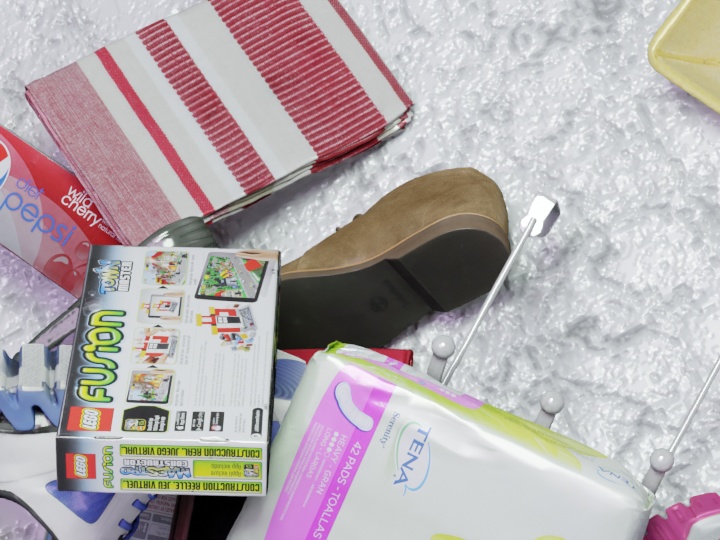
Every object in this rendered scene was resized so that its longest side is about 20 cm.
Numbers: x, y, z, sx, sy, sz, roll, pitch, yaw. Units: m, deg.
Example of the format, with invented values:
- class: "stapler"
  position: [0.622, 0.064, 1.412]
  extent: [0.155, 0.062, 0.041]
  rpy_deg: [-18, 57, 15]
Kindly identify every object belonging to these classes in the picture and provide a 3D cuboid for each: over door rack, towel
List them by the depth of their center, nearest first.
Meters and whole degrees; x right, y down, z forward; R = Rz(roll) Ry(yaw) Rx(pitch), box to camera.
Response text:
- class: "over door rack"
  position: [0.117, 0.060, 1.581]
  extent: [0.148, 0.067, 0.200]
  rpy_deg: [28, 70, 11]
- class: "towel"
  position: [-0.085, -0.101, 1.740]
  extent: [0.200, 0.023, 0.144]
  rpy_deg: [-27, 63, -15]

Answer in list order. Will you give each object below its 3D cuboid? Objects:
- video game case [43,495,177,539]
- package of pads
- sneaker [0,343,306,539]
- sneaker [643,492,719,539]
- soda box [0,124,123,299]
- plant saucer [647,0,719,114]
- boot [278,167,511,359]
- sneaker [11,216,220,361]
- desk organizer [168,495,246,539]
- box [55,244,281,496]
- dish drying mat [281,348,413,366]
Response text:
- class: "video game case"
  position: [-0.101, 0.181, 1.701]
  extent: [0.200, 0.022, 0.182]
  rpy_deg: [9, 78, 23]
- class: "package of pads"
  position: [0.040, 0.140, 1.512]
  extent: [0.200, 0.068, 0.155]
  rpy_deg: [26, 97, 7]
- class: "sneaker"
  position: [-0.123, 0.103, 1.599]
  extent: [0.199, 0.081, 0.115]
  rpy_deg: [1, 112, -1]
- class: "sneaker"
  position: [0.243, 0.147, 1.546]
  extent: [0.200, 0.088, 0.081]
  rpy_deg: [-24, 37, -7]
- class: "soda box"
  position: [-0.201, -0.038, 1.779]
  extent: [0.200, 0.070, 0.063]
  rpy_deg: [33, 86, 27]
- class: "plant saucer"
  position: [0.298, -0.141, 1.622]
  extent: [0.200, 0.048, 0.200]
  rpy_deg: [38, 91, 26]
- class: "boot"
  position: [0.000, 0.000, 1.703]
  extent: [0.200, 0.074, 0.076]
  rpy_deg: [-21, 38, 20]
- class: "sneaker"
  position: [-0.137, 0.071, 1.671]
  extent: [0.199, 0.076, 0.114]
  rpy_deg: [-40, 79, 14]
- class: "desk organizer"
  position: [-0.075, 0.196, 1.590]
  extent: [0.072, 0.077, 0.200]
  rpy_deg: [15, 59, -10]
- class: "box"
  position: [-0.100, 0.050, 1.533]
  extent: [0.110, 0.035, 0.200]
  rpy_deg: [2, 30, 0]
- class: "dish drying mat"
  position: [-0.066, 0.085, 1.697]
  extent: [0.200, 0.018, 0.077]
  rpy_deg: [-2, 65, 18]
